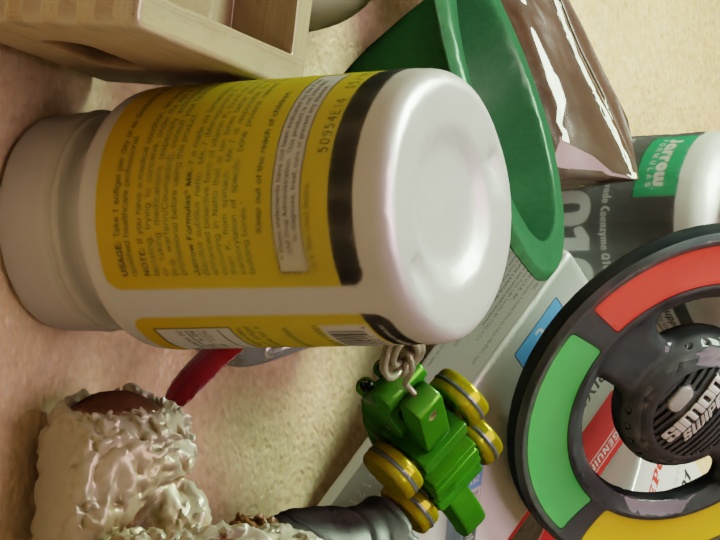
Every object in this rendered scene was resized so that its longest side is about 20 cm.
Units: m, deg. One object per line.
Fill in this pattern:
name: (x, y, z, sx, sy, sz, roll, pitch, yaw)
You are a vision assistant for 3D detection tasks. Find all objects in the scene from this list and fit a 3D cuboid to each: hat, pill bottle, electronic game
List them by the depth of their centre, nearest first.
pill bottle: (-0.047, -0.024, 1.257, 0.114, 0.199, 0.115, 5, 84, -60)
hat: (-0.013, -0.048, 1.389, 0.200, 0.175, 0.166, -40, 112, -74)
electronic game: (0.167, 0.065, 1.520, 0.200, 0.200, 0.042, 61, -4, -38)
pill bottle: (0.159, -0.018, 1.619, 0.113, 0.199, 0.114, 8, 81, -61)

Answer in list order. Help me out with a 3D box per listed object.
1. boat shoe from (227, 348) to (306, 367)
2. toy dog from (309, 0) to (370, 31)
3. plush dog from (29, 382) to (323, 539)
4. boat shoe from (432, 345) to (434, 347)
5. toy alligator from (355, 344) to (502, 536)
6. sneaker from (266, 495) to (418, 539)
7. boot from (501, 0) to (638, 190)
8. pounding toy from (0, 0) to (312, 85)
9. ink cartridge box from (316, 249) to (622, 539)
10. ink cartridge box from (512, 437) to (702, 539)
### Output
boat shoe: (0.000, 0.000, 1.456, 0.200, 0.070, 0.072, -17, 114, -41)
toy dog: (0.001, -0.181, 1.417, 0.200, 0.139, 0.195, -12, 93, -64)
plush dog: (-0.054, 0.160, 1.271, 0.171, 0.200, 0.161, 13, 107, -33)
boat shoe: (0.055, -0.037, 1.568, 0.067, 0.073, 0.201, -115, -165, -57)
toy alligator: (0.021, 0.067, 1.395, 0.059, 0.054, 0.200, -47, 151, -14)
sneaker: (-0.032, 0.205, 1.409, 0.090, 0.076, 0.201, 5, 92, -34)
boot: (0.107, -0.131, 1.591, 0.186, 0.064, 0.201, -15, 74, -55)
pounding toy: (-0.117, -0.185, 1.240, 0.200, 0.142, 0.185, 16, 80, -65)
ink cartridge box: (0.074, 0.112, 1.550, 0.200, 0.045, 0.176, -53, 135, -18)
ink cartridge box: (0.153, 0.187, 1.712, 0.200, 0.086, 0.147, 56, 42, -45)
